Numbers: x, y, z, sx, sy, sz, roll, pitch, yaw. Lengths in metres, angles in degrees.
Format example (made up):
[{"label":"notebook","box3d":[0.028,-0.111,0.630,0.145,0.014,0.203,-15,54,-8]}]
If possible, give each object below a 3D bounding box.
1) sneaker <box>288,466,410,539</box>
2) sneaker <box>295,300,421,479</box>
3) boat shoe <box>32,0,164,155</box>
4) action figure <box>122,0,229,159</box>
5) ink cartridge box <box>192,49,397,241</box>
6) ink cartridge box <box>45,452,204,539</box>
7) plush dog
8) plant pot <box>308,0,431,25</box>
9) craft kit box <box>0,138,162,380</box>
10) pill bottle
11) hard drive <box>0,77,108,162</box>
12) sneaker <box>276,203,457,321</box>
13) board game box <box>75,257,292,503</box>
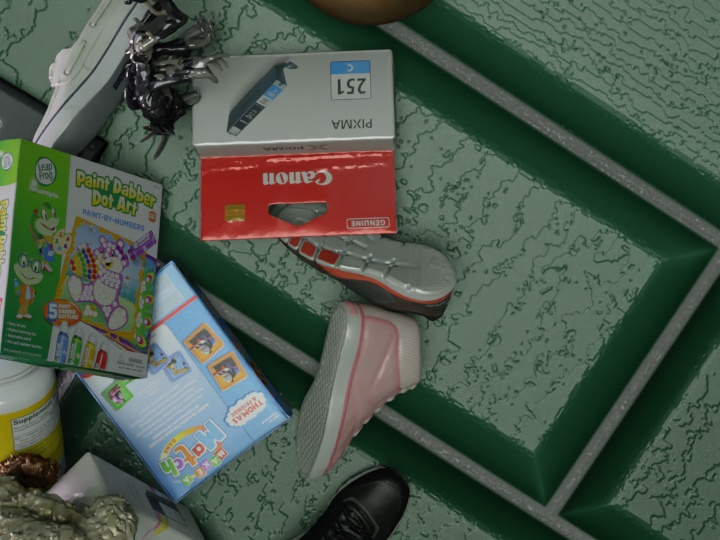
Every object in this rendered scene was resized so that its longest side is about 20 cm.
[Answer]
[{"label":"sneaker","box3d":[-0.028,0.284,1.606,0.200,0.088,0.076,-42,94,7]},{"label":"sneaker","box3d":[0.005,0.126,1.589,0.104,0.075,0.201,5,117,-24]},{"label":"boat shoe","box3d":[-0.270,-0.192,1.548,0.066,0.072,0.201,30,84,12]},{"label":"action figure","box3d":[-0.177,-0.205,1.492,0.102,0.119,0.201,-13,129,-15]},{"label":"ink cartridge box","box3d":[-0.064,-0.123,1.547,0.199,0.045,0.177,-2,77,3]},{"label":"ink cartridge box","box3d":[-0.237,0.277,1.596,0.117,0.067,0.200,-43,134,7]},{"label":"plush dog","box3d":[-0.326,0.258,1.456,0.160,0.172,0.201,33,85,-34]},{"label":"plant pot","box3d":[0.017,-0.314,1.455,0.185,0.200,0.187,-1,102,-4]},{"label":"craft kit box","box3d":[-0.273,-0.006,1.502,0.048,0.200,0.199,-6,77,33]},{"label":"pill bottle","box3d":[-0.352,0.138,1.552,0.114,0.115,0.201,2,123,2]},{"label":"hard drive","box3d":[-0.373,-0.119,1.593,0.199,0.033,0.140,31,98,-2]},{"label":"sneaker","box3d":[0.000,0.000,1.573,0.199,0.082,0.077,27,57,19]},{"label":"board game box","box3d":[-0.188,0.112,1.615,0.151,0.037,0.200,-36,93,6]}]
